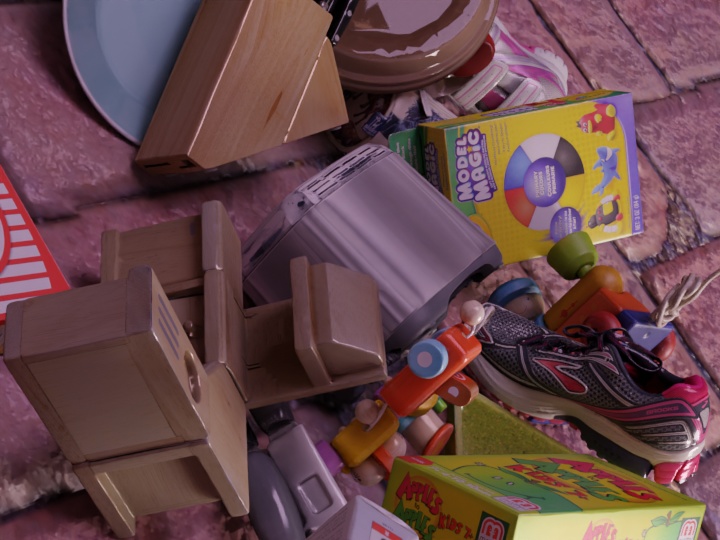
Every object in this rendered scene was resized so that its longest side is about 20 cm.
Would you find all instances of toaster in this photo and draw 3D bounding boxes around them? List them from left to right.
[{"bbox_3d":[0.000,0.000,1.288,0.129,0.114,0.200,46,34,4],"label":"toaster"}]

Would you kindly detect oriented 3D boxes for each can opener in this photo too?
[{"bbox_3d":[-0.069,0.088,1.150,0.200,0.053,0.066,60,2,22],"label":"can opener"}]

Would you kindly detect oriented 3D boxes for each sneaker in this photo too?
[{"bbox_3d":[0.119,-0.162,1.632,0.200,0.081,0.088,17,42,-39],"label":"sneaker"},{"bbox_3d":[0.157,0.069,1.310,0.200,0.075,0.081,28,33,29],"label":"sneaker"}]

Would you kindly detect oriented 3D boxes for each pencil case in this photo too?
[{"bbox_3d":[0.073,-0.087,1.488,0.200,0.089,0.078,30,50,-28],"label":"pencil case"}]

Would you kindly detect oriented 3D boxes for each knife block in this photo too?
[{"bbox_3d":[-0.080,-0.171,1.308,0.200,0.064,0.176,-22,102,-40],"label":"knife block"}]

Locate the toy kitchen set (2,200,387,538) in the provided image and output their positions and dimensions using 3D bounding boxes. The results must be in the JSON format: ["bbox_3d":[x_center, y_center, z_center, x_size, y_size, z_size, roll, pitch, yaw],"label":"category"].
[{"bbox_3d":[-0.085,0.008,1.052,0.181,0.163,0.200,69,12,-49],"label":"toy kitchen set"}]

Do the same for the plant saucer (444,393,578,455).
[{"bbox_3d":[0.126,0.201,1.278,0.200,0.048,0.200,32,35,-25],"label":"plant saucer"}]

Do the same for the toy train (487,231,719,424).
[{"bbox_3d":[0.182,0.016,1.407,0.085,0.200,0.116,7,45,-46],"label":"toy train"}]

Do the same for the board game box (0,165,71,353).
[{"bbox_3d":[-0.270,-0.018,1.041,0.200,0.046,0.152,-11,64,-54],"label":"board game box"}]

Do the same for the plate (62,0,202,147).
[{"bbox_3d":[-0.127,-0.177,1.331,0.200,0.026,0.201,0,89,-37],"label":"plate"}]

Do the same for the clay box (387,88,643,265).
[{"bbox_3d":[0.121,-0.067,1.445,0.200,0.048,0.115,-14,104,-27],"label":"clay box"}]

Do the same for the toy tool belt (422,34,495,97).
[{"bbox_3d":[0.005,-0.223,1.516,0.200,0.125,0.123,5,46,-26],"label":"toy tool belt"}]

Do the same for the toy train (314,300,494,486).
[{"bbox_3d":[0.046,0.082,1.196,0.056,0.150,0.200,48,12,7],"label":"toy train"}]

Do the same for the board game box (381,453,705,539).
[{"bbox_3d":[0.117,0.153,1.180,0.101,0.048,0.200,20,10,41],"label":"board game box"}]

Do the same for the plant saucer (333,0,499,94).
[{"bbox_3d":[0.011,-0.230,1.426,0.200,0.029,0.201,3,71,-8],"label":"plant saucer"}]

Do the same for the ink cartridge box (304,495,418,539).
[{"bbox_3d":[-0.045,0.228,0.936,0.050,0.162,0.200,34,35,-18],"label":"ink cartridge box"}]
